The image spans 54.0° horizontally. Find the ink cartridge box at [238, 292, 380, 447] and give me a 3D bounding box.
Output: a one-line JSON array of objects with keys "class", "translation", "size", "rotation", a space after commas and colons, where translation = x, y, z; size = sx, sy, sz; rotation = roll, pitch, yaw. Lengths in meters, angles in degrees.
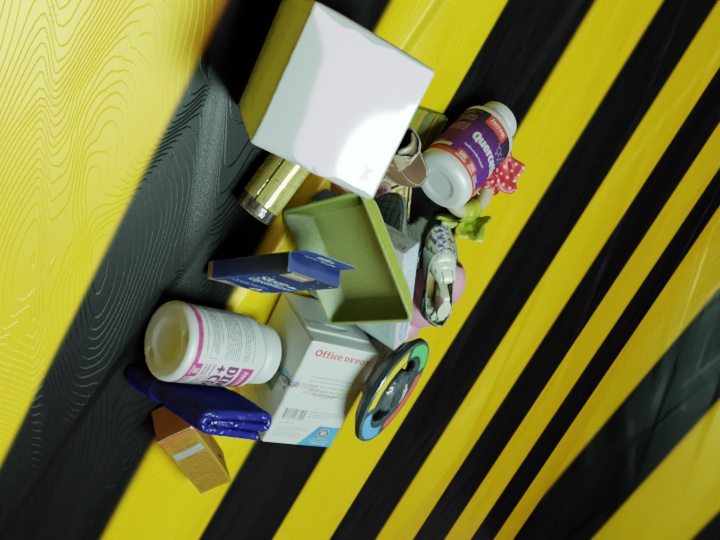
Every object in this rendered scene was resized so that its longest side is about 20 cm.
[{"class": "ink cartridge box", "translation": [-0.092, 0.171, 1.209], "size": [0.144, 0.146, 0.203], "rotation": [15, 112, -36]}]

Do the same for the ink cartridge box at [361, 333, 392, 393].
[{"class": "ink cartridge box", "translation": [0.042, 0.150, 1.329], "size": [0.046, 0.201, 0.163], "rotation": [13, 114, -22]}]

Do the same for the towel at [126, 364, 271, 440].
[{"class": "towel", "translation": [-0.242, 0.198, 1.050], "size": [0.146, 0.197, 0.051], "rotation": [16, 91, -51]}]

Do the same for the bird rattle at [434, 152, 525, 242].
[{"class": "bird rattle", "translation": [0.222, -0.161, 1.345], "size": [0.162, 0.112, 0.202], "rotation": [37, 88, -38]}]

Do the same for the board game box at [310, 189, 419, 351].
[{"class": "board game box", "translation": [0.000, 0.000, 1.143], "size": [0.043, 0.197, 0.204], "rotation": [-33, 142, -36]}]

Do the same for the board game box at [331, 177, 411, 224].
[{"class": "board game box", "translation": [0.019, -0.081, 1.226], "size": [0.149, 0.046, 0.204], "rotation": [-26, 137, -31]}]

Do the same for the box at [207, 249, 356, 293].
[{"class": "box", "translation": [-0.116, 0.004, 1.040], "size": [0.120, 0.196, 0.033], "rotation": [20, 69, -51]}]

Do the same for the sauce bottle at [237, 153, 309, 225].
[{"class": "sauce bottle", "translation": [-0.095, -0.161, 1.016], "size": [0.201, 0.065, 0.065], "rotation": [-51, 144, 2]}]

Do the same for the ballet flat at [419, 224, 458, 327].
[{"class": "ballet flat", "translation": [0.147, 0.018, 1.270], "size": [0.071, 0.072, 0.205], "rotation": [-23, 130, -33]}]

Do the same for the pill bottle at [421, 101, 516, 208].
[{"class": "pill bottle", "translation": [0.191, -0.209, 1.234], "size": [0.200, 0.111, 0.114], "rotation": [-46, 146, -28]}]

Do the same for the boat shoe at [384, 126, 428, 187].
[{"class": "boat shoe", "translation": [0.058, -0.191, 1.105], "size": [0.199, 0.071, 0.077], "rotation": [40, 78, -47]}]

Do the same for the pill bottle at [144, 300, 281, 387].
[{"class": "pill bottle", "translation": [-0.219, 0.117, 1.078], "size": [0.198, 0.113, 0.115], "rotation": [18, 108, -52]}]

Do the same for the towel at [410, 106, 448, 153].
[{"class": "towel", "translation": [0.069, -0.235, 1.175], "size": [0.197, 0.018, 0.088], "rotation": [2, 118, -48]}]

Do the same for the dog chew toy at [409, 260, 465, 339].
[{"class": "dog chew toy", "translation": [0.120, 0.053, 1.400], "size": [0.123, 0.125, 0.202], "rotation": [13, 119, -51]}]

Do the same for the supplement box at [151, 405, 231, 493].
[{"class": "supplement box", "translation": [-0.283, 0.300, 1.195], "size": [0.067, 0.067, 0.202], "rotation": [-24, 138, -6]}]

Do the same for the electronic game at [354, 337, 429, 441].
[{"class": "electronic game", "translation": [0.056, 0.204, 1.207], "size": [0.200, 0.041, 0.202], "rotation": [-45, 154, -29]}]

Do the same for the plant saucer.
[{"class": "plant saucer", "translation": [-0.011, -0.021, 1.066], "size": [0.048, 0.197, 0.204], "rotation": [-34, 107, -37]}]

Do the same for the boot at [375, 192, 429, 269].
[{"class": "boot", "translation": [0.073, -0.067, 1.221], "size": [0.130, 0.067, 0.204], "rotation": [-37, 143, -39]}]

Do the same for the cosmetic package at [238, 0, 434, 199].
[{"class": "cosmetic package", "translation": [-0.040, -0.221, 0.866], "size": [0.164, 0.201, 0.169], "rotation": [22, 107, -24]}]
